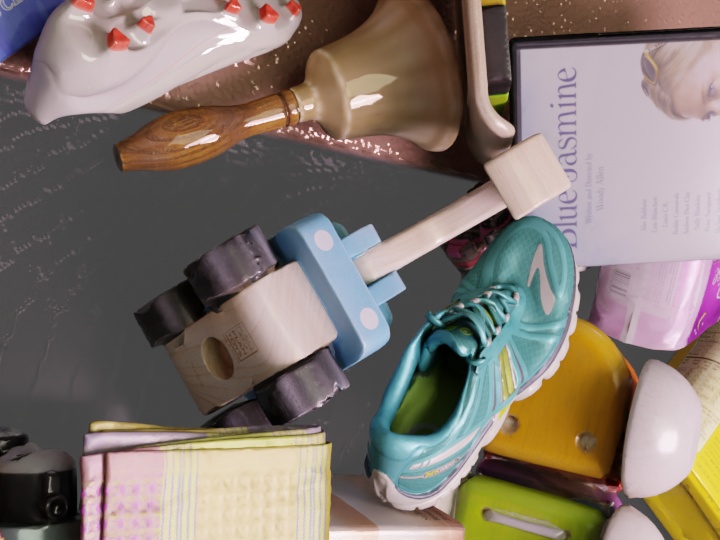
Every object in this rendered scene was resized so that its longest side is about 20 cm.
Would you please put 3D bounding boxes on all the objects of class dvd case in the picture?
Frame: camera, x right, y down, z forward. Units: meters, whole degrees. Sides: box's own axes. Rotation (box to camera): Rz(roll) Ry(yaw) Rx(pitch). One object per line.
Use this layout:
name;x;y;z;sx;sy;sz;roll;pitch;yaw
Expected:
dvd case;0.190;-0.075;0.885;0.197;0.018;0.145;-3;107;1

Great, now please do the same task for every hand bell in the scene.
hand bell;-0.050;-0.095;0.849;0.198;0.104;0.105;-18;99;-22

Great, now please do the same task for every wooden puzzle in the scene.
wooden puzzle;0.070;-0.170;0.869;0.037;0.185;0.203;-9;88;3

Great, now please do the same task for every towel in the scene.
towel;-0.077;0.173;0.707;0.142;0.023;0.203;2;91;-38

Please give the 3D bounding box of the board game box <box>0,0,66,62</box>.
board game box;-0.238;-0.193;0.735;0.200;0.041;0.201;-43;111;-28

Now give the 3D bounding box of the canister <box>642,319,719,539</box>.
canister;0.285;0.099;1.061;0.200;0.086;0.149;-48;113;-25

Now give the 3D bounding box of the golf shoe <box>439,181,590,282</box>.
golf shoe;0.137;-0.049;0.976;0.200;0.072;0.093;-45;120;-20

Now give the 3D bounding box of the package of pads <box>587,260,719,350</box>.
package of pads;0.220;-0.054;0.971;0.120;0.075;0.203;-21;126;-57

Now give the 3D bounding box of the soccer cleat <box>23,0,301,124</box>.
soccer cleat;-0.110;-0.133;0.813;0.070;0.078;0.199;52;38;8

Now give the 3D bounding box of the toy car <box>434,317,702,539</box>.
toy car;0.120;0.133;0.918;0.150;0.173;0.203;26;77;-71

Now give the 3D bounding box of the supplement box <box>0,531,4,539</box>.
supplement box;-0.269;0.061;0.610;0.132;0.196;0.202;-26;103;-32

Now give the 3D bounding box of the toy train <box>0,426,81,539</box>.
toy train;-0.170;0.181;0.724;0.084;0.113;0.203;1;88;-35

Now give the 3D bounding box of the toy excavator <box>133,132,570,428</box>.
toy excavator;0.000;0.000;0.811;0.199;0.194;0.101;-31;89;-41

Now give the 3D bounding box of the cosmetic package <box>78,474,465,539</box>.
cosmetic package;-0.053;0.166;0.805;0.198;0.103;0.088;6;99;-36

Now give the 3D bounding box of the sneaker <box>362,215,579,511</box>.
sneaker;0.067;0.046;0.827;0.201;0.077;0.080;-56;157;-25
